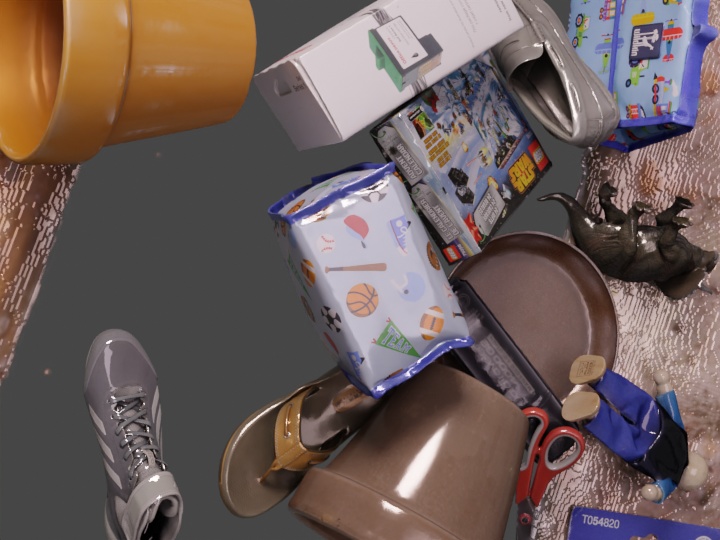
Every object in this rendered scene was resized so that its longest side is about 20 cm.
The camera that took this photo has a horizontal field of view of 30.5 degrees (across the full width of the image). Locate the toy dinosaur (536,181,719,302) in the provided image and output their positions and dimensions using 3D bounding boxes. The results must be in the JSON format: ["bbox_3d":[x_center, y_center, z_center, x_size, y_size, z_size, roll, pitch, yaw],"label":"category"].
[{"bbox_3d":[0.266,-0.024,1.281,0.198,0.077,0.103,10,120,-5],"label":"toy dinosaur"}]

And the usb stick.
[{"bbox_3d":[0.132,0.095,1.230,0.055,0.033,0.200,-39,102,-5],"label":"usb stick"}]

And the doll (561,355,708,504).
[{"bbox_3d":[0.277,0.155,1.279,0.200,0.048,0.137,38,53,-30],"label":"doll"}]

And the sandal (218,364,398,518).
[{"bbox_3d":[-0.045,0.145,1.191,0.199,0.054,0.081,-35,100,-15],"label":"sandal"}]

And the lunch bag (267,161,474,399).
[{"bbox_3d":[0.000,0.000,1.130,0.123,0.200,0.171,-25,97,-12],"label":"lunch bag"}]

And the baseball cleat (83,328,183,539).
[{"bbox_3d":[-0.184,0.151,1.119,0.069,0.106,0.202,-12,99,-31],"label":"baseball cleat"}]

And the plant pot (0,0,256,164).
[{"bbox_3d":[-0.193,-0.187,1.084,0.182,0.200,0.202,-2,91,-34],"label":"plant pot"}]

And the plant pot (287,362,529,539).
[{"bbox_3d":[0.061,0.181,1.154,0.200,0.200,0.175,34,76,-15],"label":"plant pot"}]

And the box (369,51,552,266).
[{"bbox_3d":[0.096,-0.108,1.187,0.138,0.040,0.200,58,36,-9],"label":"box"}]

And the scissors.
[{"bbox_3d":[0.151,0.221,1.248,0.073,0.014,0.201,17,113,-2],"label":"scissors"}]

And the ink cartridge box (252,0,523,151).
[{"bbox_3d":[0.021,-0.192,1.166,0.199,0.146,0.085,-34,101,-15],"label":"ink cartridge box"}]

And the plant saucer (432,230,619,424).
[{"bbox_3d":[0.155,0.063,1.270,0.198,0.032,0.202,0,90,-17],"label":"plant saucer"}]

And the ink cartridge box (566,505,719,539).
[{"bbox_3d":[0.284,0.347,1.307,0.198,0.041,0.202,11,86,-18],"label":"ink cartridge box"}]

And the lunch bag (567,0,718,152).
[{"bbox_3d":[0.270,-0.199,1.219,0.093,0.200,0.152,9,87,-18],"label":"lunch bag"}]

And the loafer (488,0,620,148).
[{"bbox_3d":[0.159,-0.194,1.215,0.069,0.070,0.200,-15,59,-43],"label":"loafer"}]
